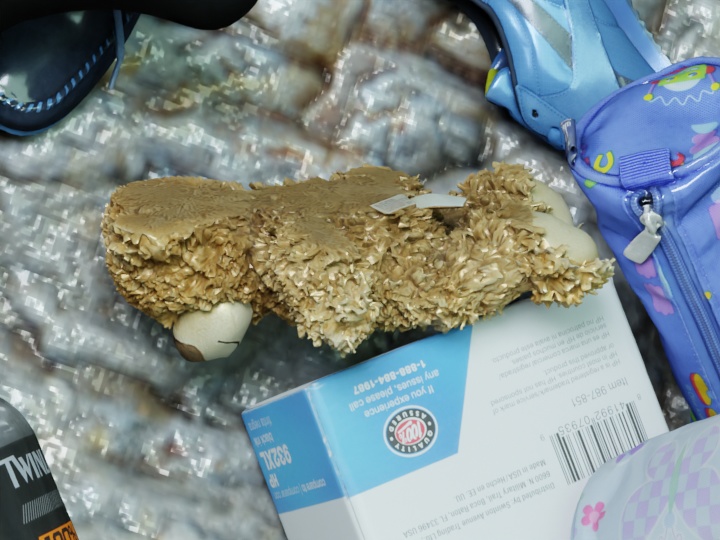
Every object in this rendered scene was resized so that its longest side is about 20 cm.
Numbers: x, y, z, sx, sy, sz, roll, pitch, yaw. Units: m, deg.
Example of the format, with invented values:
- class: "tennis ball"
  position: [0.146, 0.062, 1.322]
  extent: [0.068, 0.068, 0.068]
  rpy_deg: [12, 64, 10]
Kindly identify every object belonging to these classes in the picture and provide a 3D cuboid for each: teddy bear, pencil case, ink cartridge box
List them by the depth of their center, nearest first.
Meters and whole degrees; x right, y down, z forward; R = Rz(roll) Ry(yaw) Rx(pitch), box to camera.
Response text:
- class: "pencil case"
  position: [0.163, 0.088, 0.851]
  extent: [0.083, 0.200, 0.091]
  rpy_deg: [20, 65, -28]
- class: "teddy bear"
  position: [0.000, 0.000, 0.926]
  extent: [0.199, 0.145, 0.067]
  rpy_deg: [-8, 112, -21]
- class: "ink cartridge box"
  position: [0.060, 0.121, 0.954]
  extent: [0.145, 0.084, 0.201]
  rpy_deg: [-20, 87, -26]
- class: "pencil case"
  position: [0.149, 0.011, 0.971]
  extent: [0.087, 0.078, 0.201]
  rpy_deg: [-60, 135, -43]

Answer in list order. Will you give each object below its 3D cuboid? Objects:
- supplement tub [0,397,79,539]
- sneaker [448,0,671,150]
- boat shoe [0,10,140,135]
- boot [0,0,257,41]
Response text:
- class: "supplement tub"
  position: [-0.152, 0.129, 0.846]
  extent: [0.122, 0.122, 0.201]
  rpy_deg: [-22, 89, -24]
- class: "sneaker"
  position: [0.101, -0.069, 1.024]
  extent: [0.078, 0.066, 0.200]
  rpy_deg: [-38, 96, -10]
- class: "boat shoe"
  position: [-0.106, -0.152, 0.947]
  extent: [0.084, 0.069, 0.201]
  rpy_deg: [24, 72, -16]
- class: "boot"
  position: [-0.143, -0.083, 0.874]
  extent: [0.210, 0.079, 0.159]
  rpy_deg: [18, 88, 12]
